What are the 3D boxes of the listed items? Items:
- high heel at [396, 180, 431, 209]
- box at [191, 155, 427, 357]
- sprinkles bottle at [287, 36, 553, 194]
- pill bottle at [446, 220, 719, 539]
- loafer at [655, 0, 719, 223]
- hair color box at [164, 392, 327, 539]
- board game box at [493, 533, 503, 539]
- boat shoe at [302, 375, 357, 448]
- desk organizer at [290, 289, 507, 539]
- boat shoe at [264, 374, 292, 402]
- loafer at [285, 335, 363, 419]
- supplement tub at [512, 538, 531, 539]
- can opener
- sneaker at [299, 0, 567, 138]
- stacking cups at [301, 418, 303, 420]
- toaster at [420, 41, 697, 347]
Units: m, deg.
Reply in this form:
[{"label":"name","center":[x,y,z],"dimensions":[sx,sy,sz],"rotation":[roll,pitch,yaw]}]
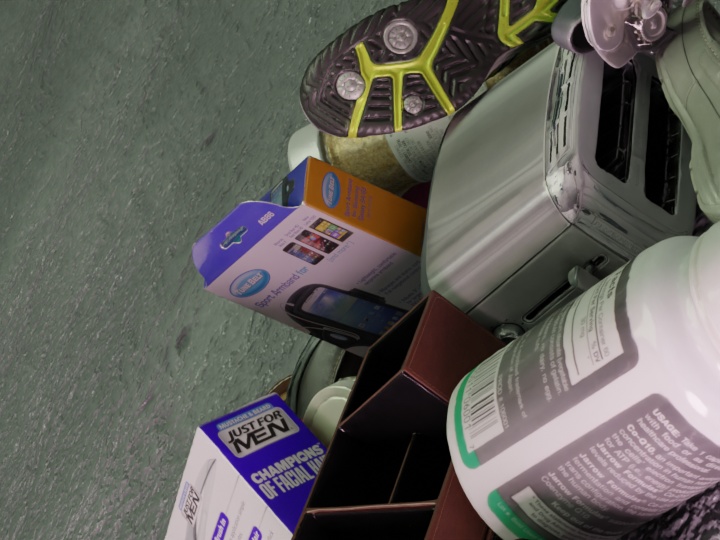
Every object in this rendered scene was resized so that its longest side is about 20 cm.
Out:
[{"label":"high heel","center":[0.042,-0.029,1.410],"dimensions":[0.200,0.096,0.067],"rotation":[-49,36,-13]},{"label":"box","center":[0.000,0.000,1.253],"dimensions":[0.119,0.199,0.042],"rotation":[-38,35,46]},{"label":"sprinkles bottle","center":[0.051,-0.096,1.325],"dimensions":[0.199,0.068,0.068],"rotation":[-24,42,26]},{"label":"pill bottle","center":[0.144,0.054,0.999],"dimensions":[0.200,0.113,0.113],"rotation":[-37,36,40]},{"label":"loafer","center":[0.204,-0.086,1.087],"dimensions":[0.070,0.070,0.200],"rotation":[-36,34,21]},{"label":"hair color box","center":[-0.020,0.176,1.133],"dimensions":[0.200,0.065,0.110],"rotation":[45,138,26]},{"label":"board game box","center":[0.063,0.143,1.175],"dimensions":[0.200,0.045,0.153],"rotation":[-27,43,55]},{"label":"boat shoe","center":[-0.017,0.137,1.219],"dimensions":[0.060,0.072,0.202],"rotation":[-29,-29,-49]},{"label":"desk organizer","center":[0.026,0.109,1.068],"dimensions":[0.072,0.077,0.200],"rotation":[-44,15,40]},{"label":"boat shoe","center":[-0.081,0.153,1.437],"dimensions":[0.200,0.070,0.070],"rotation":[-59,28,13]},{"label":"loafer","center":[-0.011,0.111,1.350],"dimensions":[0.072,0.073,0.201],"rotation":[21,94,40]},{"label":"supplement tub","center":[0.081,0.235,0.970],"dimensions":[0.107,0.107,0.201],"rotation":[8,75,66]},{"label":"can opener","center":[0.183,-0.189,1.133],"dimensions":[0.200,0.053,0.067],"rotation":[-43,37,-16]},{"label":"sneaker","center":[0.056,-0.134,1.232],"dimensions":[0.199,0.076,0.076],"rotation":[-27,-2,-5]},{"label":"stacking cups","center":[-0.056,0.149,1.301],"dimensions":[0.200,0.060,0.061],"rotation":[-44,30,22]},{"label":"toaster","center":[0.116,-0.049,1.172],"dimensions":[0.129,0.113,0.201],"rotation":[-37,29,41]}]
